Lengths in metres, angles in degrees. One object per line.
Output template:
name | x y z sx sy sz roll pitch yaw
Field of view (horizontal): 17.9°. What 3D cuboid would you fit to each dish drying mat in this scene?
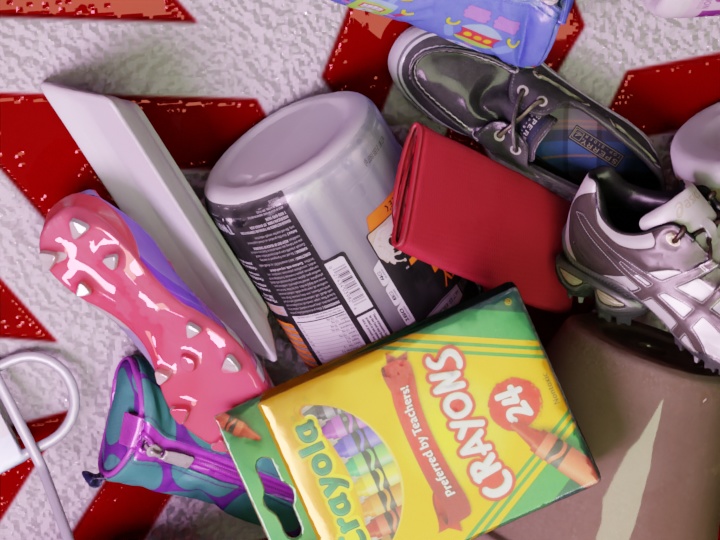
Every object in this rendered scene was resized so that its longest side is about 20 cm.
dish drying mat | 0.079 -0.028 1.407 0.200 0.018 0.077 21 77 -53

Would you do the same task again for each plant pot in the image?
plant pot | 0.155 0.126 1.460 0.199 0.200 0.175 14 103 -17

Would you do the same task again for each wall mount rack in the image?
wall mount rack | -0.258 0.138 1.422 0.199 0.075 0.174 -28 87 1

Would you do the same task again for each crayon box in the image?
crayon box | 0.026 0.105 1.350 0.199 0.051 0.127 -25 94 3

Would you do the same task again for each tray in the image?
tray | -0.117 -0.035 1.394 0.022 0.107 0.200 -41 117 -19

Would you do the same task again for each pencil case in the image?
pencil case | 0.036 -0.182 1.366 0.199 0.087 0.078 16 87 -16
pencil case | -0.072 0.124 1.470 0.199 0.092 0.085 20 106 -20

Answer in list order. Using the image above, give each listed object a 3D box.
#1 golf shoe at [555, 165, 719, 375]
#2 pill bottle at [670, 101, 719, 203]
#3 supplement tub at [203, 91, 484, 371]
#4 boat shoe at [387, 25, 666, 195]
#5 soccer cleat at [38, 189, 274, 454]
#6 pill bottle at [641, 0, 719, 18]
golf shoe | 0.210 0.000 1.386 0.199 0.078 0.095 20 133 23
pill bottle | 0.278 -0.006 1.474 0.119 0.120 0.201 -19 115 -3
supplement tub | 0.000 0.000 1.417 0.122 0.123 0.200 -31 116 2
boat shoe | 0.109 -0.091 1.432 0.199 0.066 0.070 30 103 -22
soccer cleat | -0.116 0.030 1.405 0.067 0.077 0.200 -41 99 22
pill bottle | 0.269 -0.215 1.390 0.199 0.112 0.113 -6 113 -9
